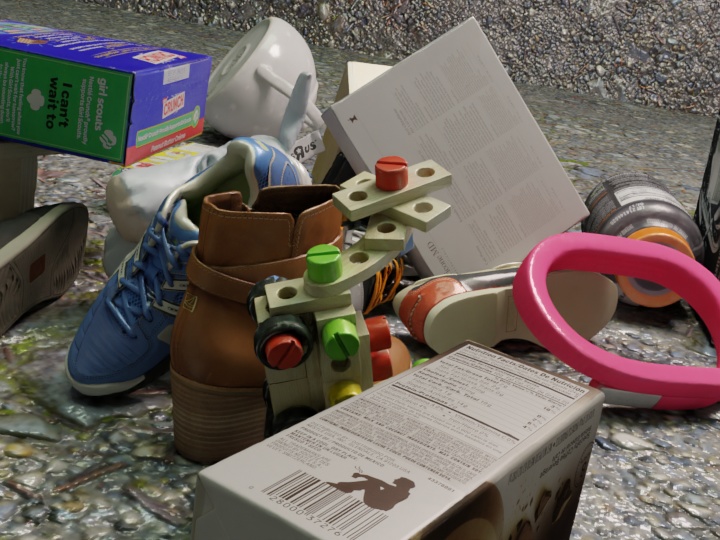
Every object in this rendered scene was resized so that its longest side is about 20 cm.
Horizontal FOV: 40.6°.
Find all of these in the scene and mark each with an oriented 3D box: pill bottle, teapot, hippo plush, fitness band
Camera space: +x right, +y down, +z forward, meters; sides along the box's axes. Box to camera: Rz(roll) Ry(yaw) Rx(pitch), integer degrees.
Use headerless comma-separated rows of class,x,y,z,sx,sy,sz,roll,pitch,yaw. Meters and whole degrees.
pill bottle,0.280,-0.028,0.971,0.105,0.107,0.200,10,18,5
teapot,-0.128,-0.255,1.405,0.146,0.197,0.201,40,40,-22
hippo plush,-0.078,-0.005,0.723,0.199,0.160,0.161,-28,60,-12
fitness band,0.210,0.035,0.744,0.199,0.038,0.144,7,50,-21

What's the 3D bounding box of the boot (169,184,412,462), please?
boot,-0.031,0.020,0.600,0.199,0.156,0.077,-7,24,-40

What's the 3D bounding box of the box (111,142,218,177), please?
box,-0.176,-0.094,1.059,0.117,0.049,0.200,13,16,13

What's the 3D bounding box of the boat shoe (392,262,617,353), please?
boat shoe,0.123,0.028,0.798,0.199,0.072,0.062,-6,20,-28

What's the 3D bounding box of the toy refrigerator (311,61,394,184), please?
toy refrigerator,0.002,-0.113,0.955,0.075,0.200,0.070,4,60,-12

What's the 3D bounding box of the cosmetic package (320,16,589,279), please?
cosmetic package,0.082,-0.090,0.841,0.150,0.201,0.052,-33,6,-13

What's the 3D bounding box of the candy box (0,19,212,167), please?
candy box,-0.243,-0.151,0.791,0.198,0.078,0.169,11,17,9

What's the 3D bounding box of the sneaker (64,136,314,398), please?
sneaker,-0.117,-0.006,0.606,0.076,0.200,0.077,40,-2,23

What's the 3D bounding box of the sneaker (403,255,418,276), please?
sneaker,0.106,-0.032,0.968,0.198,0.077,0.080,6,9,-13

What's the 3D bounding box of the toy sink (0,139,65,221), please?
toy sink,-0.337,-0.063,0.785,0.130,0.113,0.199,22,23,34

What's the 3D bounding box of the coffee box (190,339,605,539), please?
coffee box,0.021,0.114,0.412,0.079,0.114,0.200,20,20,30

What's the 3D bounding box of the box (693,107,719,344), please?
box,0.395,-0.044,0.920,0.123,0.201,0.197,10,18,8

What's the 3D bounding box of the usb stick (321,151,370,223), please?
usb stick,0.057,-0.040,0.891,0.199,0.056,0.033,31,18,-1

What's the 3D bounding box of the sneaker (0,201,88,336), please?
sneaker,-0.281,-0.015,0.720,0.105,0.075,0.200,13,20,6

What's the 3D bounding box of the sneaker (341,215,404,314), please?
sneaker,0.000,0.000,0.814,0.077,0.079,0.200,18,20,-4

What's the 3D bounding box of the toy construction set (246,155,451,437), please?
toy construction set,0.009,0.043,0.525,0.130,0.201,0.092,-10,21,-7
